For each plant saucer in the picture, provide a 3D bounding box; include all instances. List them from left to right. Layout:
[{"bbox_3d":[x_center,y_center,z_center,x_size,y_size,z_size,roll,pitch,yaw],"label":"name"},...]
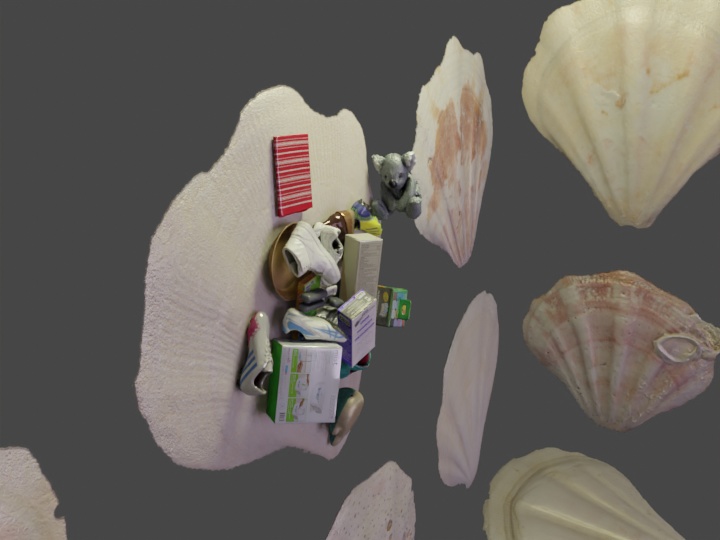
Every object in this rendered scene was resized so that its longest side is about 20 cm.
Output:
[{"bbox_3d":[-0.188,-0.025,1.620,0.199,0.034,0.207,-28,122,-58],"label":"plant saucer"}]

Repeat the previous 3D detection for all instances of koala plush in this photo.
[{"bbox_3d":[0.116,-0.298,2.018,0.187,0.172,0.203,-71,152,-43],"label":"koala plush"}]

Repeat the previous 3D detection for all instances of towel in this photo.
[{"bbox_3d":[-0.177,-0.248,1.602,0.144,0.022,0.207,-25,117,-56],"label":"towel"}]

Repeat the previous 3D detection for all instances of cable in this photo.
[{"bbox_3d":[-0.102,0.204,1.781,0.199,0.067,0.206,-23,128,-66],"label":"cable"}]

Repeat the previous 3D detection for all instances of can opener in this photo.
[{"bbox_3d":[-0.102,0.078,1.674,0.199,0.065,0.054,-8,118,-64],"label":"can opener"}]

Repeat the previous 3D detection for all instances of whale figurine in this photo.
[{"bbox_3d":[-0.065,0.456,1.942,0.159,0.102,0.204,-42,156,-52],"label":"whale figurine"}]

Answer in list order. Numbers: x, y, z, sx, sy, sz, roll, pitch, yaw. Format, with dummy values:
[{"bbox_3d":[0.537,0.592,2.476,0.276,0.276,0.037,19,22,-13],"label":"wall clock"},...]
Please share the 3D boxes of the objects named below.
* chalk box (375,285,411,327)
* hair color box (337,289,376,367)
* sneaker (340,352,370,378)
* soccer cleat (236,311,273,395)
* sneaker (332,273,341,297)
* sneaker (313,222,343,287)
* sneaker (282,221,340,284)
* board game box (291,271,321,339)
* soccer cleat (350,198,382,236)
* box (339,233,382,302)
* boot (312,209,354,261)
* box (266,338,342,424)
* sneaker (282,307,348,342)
[{"bbox_3d":[0.078,0.115,1.994,0.123,0.195,0.129,10,89,-62],"label":"chalk box"},{"bbox_3d":[-0.010,0.168,1.771,0.109,0.064,0.204,-38,146,-34],"label":"hair color box"},{"bbox_3d":[-0.016,0.271,1.911,0.085,0.119,0.199,59,21,2],"label":"sneaker"},{"bbox_3d":[-0.242,0.207,1.519,0.069,0.084,0.207,24,76,-61],"label":"soccer cleat"},{"bbox_3d":[-0.035,0.106,1.897,0.075,0.082,0.206,-44,134,-49],"label":"sneaker"},{"bbox_3d":[-0.087,-0.036,1.704,0.076,0.078,0.205,-69,161,-50],"label":"sneaker"},{"bbox_3d":[-0.134,-0.013,1.606,0.202,0.072,0.117,55,50,-30],"label":"sneaker"},{"bbox_3d":[-0.149,0.108,1.695,0.095,0.029,0.206,-40,142,-56],"label":"board game box"},{"bbox_3d":[0.012,-0.155,1.968,0.084,0.065,0.200,-47,151,-3],"label":"soccer cleat"},{"bbox_3d":[0.000,0.000,1.808,0.093,0.077,0.207,-4,108,-37],"label":"box"},{"bbox_3d":[-0.078,-0.070,1.816,0.165,0.071,0.206,-30,128,-41],"label":"boot"},{"bbox_3d":[-0.147,0.290,1.624,0.171,0.096,0.207,4,94,-25],"label":"box"},{"bbox_3d":[-0.122,0.159,1.644,0.196,0.072,0.074,22,98,-30],"label":"sneaker"}]
